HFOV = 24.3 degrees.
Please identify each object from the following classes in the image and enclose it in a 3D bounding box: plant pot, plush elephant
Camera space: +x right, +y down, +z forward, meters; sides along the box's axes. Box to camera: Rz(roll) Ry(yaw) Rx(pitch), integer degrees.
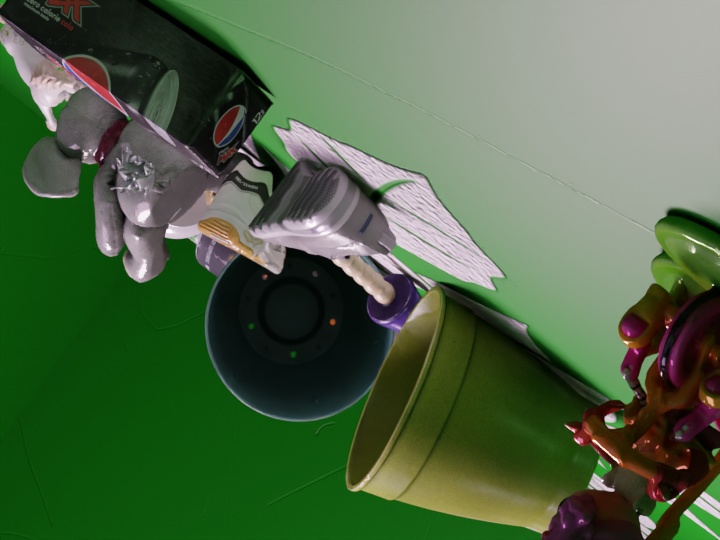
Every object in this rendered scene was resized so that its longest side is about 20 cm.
[{"bbox_3d":[-0.071,0.050,1.816,0.200,0.201,0.161,37,180,-8],"label":"plant pot"},{"bbox_3d":[-0.224,-0.110,1.578,0.155,0.165,0.200,43,180,20],"label":"plush elephant"},{"bbox_3d":[0.114,0.147,1.538,0.191,0.202,0.200,25,177,-8],"label":"plant pot"}]

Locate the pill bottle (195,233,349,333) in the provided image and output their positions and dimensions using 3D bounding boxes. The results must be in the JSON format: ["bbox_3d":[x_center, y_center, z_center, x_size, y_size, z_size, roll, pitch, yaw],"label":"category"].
[{"bbox_3d":[-0.088,0.000,1.961,0.199,0.107,0.106,34,175,16],"label":"pill bottle"}]

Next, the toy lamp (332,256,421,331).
[{"bbox_3d":[0.000,0.000,1.622,0.058,0.058,0.200,31,170,47],"label":"toy lamp"}]

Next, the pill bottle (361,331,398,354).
[{"bbox_3d":[0.094,0.133,1.895,0.200,0.113,0.112,40,174,-35],"label":"pill bottle"}]

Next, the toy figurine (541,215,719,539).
[{"bbox_3d":[0.137,0.099,0.755,0.150,0.185,0.200,32,174,36],"label":"toy figurine"}]

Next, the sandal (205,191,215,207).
[{"bbox_3d":[-0.126,-0.073,1.719,0.211,0.070,0.078,35,175,24],"label":"sandal"}]

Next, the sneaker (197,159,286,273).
[{"bbox_3d":[-0.096,-0.054,1.599,0.075,0.088,0.200,26,177,5],"label":"sneaker"}]

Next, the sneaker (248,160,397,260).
[{"bbox_3d":[-0.032,-0.035,1.357,0.082,0.075,0.200,39,174,-17],"label":"sneaker"}]

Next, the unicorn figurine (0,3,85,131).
[{"bbox_3d":[-0.346,-0.219,1.847,0.200,0.074,0.138,41,166,16],"label":"unicorn figurine"}]

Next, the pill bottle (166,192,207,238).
[{"bbox_3d":[-0.211,-0.093,1.889,0.112,0.113,0.200,37,176,-11],"label":"pill bottle"}]

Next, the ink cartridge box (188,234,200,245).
[{"bbox_3d":[-0.142,-0.036,2.139,0.199,0.083,0.147,35,176,1],"label":"ink cartridge box"}]

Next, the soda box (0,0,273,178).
[{"bbox_3d":[-0.163,-0.151,1.196,0.199,0.071,0.063,35,175,24],"label":"soda box"}]
